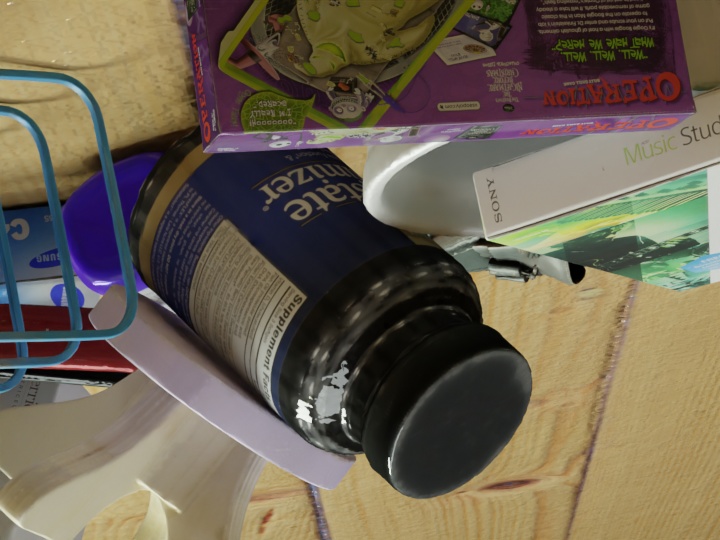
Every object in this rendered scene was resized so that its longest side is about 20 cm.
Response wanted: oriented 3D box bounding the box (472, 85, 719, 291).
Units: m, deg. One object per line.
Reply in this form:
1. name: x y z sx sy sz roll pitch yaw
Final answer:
1. box: 0.160 -0.035 1.186 0.144 0.036 0.200 -19 162 29

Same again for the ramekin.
1. ramekin: 0.093 -0.091 1.194 0.200 0.098 0.200 -8 165 -2

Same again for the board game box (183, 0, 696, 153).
1. board game box: 0.029 -0.110 1.042 0.200 0.120 0.032 -3 164 -21

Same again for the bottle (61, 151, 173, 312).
1. bottle: -0.085 -0.009 1.438 0.083 0.065 0.200 -29 160 15

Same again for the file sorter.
1. file sorter: -0.215 -0.003 1.258 0.123 0.139 0.200 -1 163 -42

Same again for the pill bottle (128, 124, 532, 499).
1. pill bottle: -0.013 0.017 1.273 0.112 0.200 0.112 -28 140 -27

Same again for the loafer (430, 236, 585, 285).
1. loafer: 0.129 -0.022 1.536 0.200 0.063 0.072 -17 163 25

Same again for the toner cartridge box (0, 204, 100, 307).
1. toner cartridge box: -0.199 0.015 1.508 0.095 0.043 0.200 -8 165 -10

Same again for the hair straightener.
1. hair straightener: -0.211 0.047 1.405 0.200 0.041 0.077 -2 163 -11

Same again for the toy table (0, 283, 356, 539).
1. toy table: -0.094 0.096 1.320 0.117 0.184 0.200 -51 140 1

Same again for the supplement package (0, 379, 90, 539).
1. supplement package: -0.256 0.101 1.505 0.200 0.114 0.110 10 162 15
